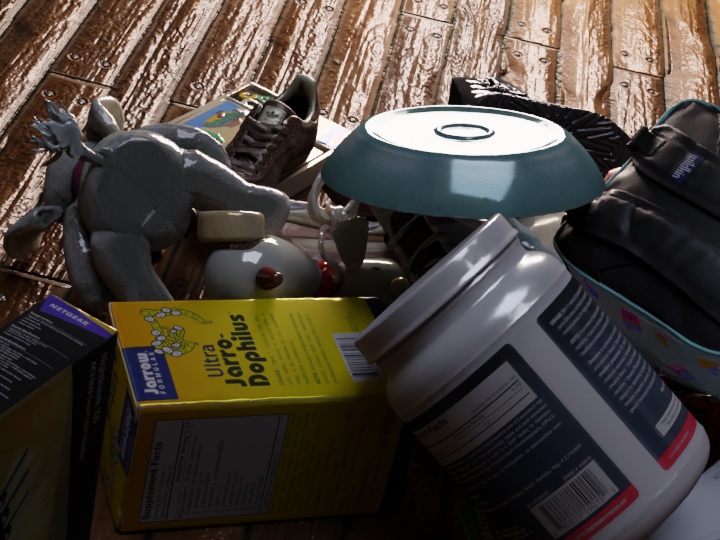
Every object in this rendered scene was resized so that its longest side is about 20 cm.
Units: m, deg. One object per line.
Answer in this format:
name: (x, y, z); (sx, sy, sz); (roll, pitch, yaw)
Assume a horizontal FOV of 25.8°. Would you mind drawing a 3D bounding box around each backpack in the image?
backpack: (0.260, 0.002, 1.106); (0.176, 0.154, 0.200); (-43, 44, -13)

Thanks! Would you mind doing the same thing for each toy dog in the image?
toy dog: (-0.035, 0.004, 1.149); (0.199, 0.133, 0.096); (-22, 17, -35)

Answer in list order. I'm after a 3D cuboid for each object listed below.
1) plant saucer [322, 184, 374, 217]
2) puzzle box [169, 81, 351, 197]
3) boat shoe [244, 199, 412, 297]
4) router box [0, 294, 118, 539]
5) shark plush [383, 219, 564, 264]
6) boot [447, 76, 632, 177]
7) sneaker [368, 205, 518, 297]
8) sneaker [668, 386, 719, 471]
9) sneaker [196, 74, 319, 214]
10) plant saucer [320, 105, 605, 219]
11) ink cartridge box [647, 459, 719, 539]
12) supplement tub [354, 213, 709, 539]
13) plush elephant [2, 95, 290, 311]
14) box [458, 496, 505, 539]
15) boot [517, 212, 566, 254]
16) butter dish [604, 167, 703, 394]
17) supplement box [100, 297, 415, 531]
plant saucer: (0.062, -0.070, 1.362); (0.198, 0.035, 0.200); (-3, 9, 1)
puzzle box: (-0.106, -0.108, 1.427); (0.132, 0.026, 0.200); (28, 36, 20)
boat shoe: (0.000, 0.000, 1.277); (0.198, 0.076, 0.072); (10, 66, -9)
router box: (-0.210, 0.135, 0.869); (0.052, 0.201, 0.157); (26, 35, 18)
shark plush: (0.094, -0.021, 1.207); (0.200, 0.083, 0.091); (42, 83, 9)
boot: (0.168, -0.135, 1.501); (0.164, 0.066, 0.200); (23, 6, -8)
sneaker: (0.053, -0.003, 1.102); (0.200, 0.078, 0.140); (40, 31, 16)
sneaker: (0.251, 0.122, 1.167); (0.199, 0.071, 0.098); (9, 5, -35)
sneaker: (-0.091, -0.106, 1.337); (0.070, 0.076, 0.200); (20, 33, 9)
plant saucer: (0.071, -0.082, 1.090); (0.198, 0.036, 0.200); (1, 19, 0)
ink cartridge box: (0.276, 0.210, 1.002); (0.200, 0.041, 0.199); (36, 40, 26)
supplement tub: (0.106, 0.079, 0.977); (0.200, 0.140, 0.140); (49, 38, 0)
plush elephant: (-0.188, -0.051, 1.219); (0.200, 0.165, 0.155); (42, -13, -17)
box: (0.167, 0.201, 1.050); (0.198, 0.049, 0.118); (4, 35, -18)
boot: (0.175, 0.003, 1.318); (0.153, 0.073, 0.200); (-8, 34, -23)
butter dish: (0.288, 0.029, 1.265); (0.198, 0.148, 0.201); (2, 60, 16)
supplement box: (-0.072, 0.094, 1.062); (0.198, 0.109, 0.110); (0, 36, -22)
